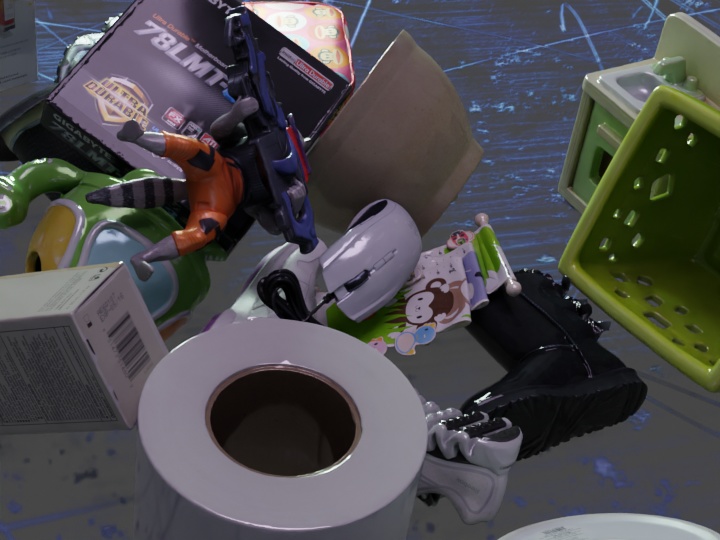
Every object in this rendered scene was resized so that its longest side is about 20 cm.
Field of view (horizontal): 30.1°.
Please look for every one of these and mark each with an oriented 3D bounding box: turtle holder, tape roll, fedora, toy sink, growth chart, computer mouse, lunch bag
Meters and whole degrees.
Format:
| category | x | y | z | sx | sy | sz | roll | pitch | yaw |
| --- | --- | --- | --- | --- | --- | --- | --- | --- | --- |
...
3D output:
| category | x | y | z | sx | sy | sz | roll | pitch | yaw |
| --- | --- | --- | --- | --- | --- | --- | --- | --- | --- |
| turtle holder | -0.213 | -0.010 | 1.092 | 0.140 | 0.186 | 0.132 | 9 | 52 | 37 |
| tape roll | -0.060 | 0.152 | 0.952 | 0.201 | 0.140 | 0.203 | 6 | 38 | -4 |
| fedora | -0.252 | -0.115 | 1.260 | 0.200 | 0.200 | 0.092 | -21 | 83 | -33 |
| toy sink | 0.289 | -0.133 | 1.326 | 0.112 | 0.201 | 0.130 | -16 | 46 | -29 |
| growth chart | 0.043 | 0.023 | 1.176 | 0.199 | 0.018 | 0.145 | -21 | 35 | -4 |
| computer mouse | 0.000 | 0.000 | 1.128 | 0.044 | 0.110 | 0.200 | -18 | 22 | 44 |
| lunch bag | -0.097 | -0.218 | 1.452 | 0.175 | 0.082 | 0.201 | 0 | 38 | -6 |

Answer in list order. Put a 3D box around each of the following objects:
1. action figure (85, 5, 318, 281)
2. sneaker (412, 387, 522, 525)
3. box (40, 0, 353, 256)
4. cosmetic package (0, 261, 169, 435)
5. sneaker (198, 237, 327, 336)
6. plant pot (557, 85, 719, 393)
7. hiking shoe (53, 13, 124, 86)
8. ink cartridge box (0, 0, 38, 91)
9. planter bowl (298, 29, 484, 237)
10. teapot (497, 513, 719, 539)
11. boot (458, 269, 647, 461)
| category | x | y | z | sx | sy | sz | roll | pitch | yaw |
| --- | --- | --- | --- | --- | --- | --- | --- | --- | --- |
| action figure | -0.117 | -0.099 | 1.056 | 0.104 | 0.201 | 0.193 | -7 | 8 | 42 |
| sneaker | 0.035 | 0.136 | 1.042 | 0.075 | 0.082 | 0.199 | -8 | 18 | -42 |
| box | -0.138 | -0.144 | 1.160 | 0.200 | 0.050 | 0.199 | 37 | 62 | -3 |
| cosmetic package | -0.247 | 0.062 | 0.987 | 0.199 | 0.104 | 0.073 | -4 | 30 | 31 |
| sneaker | -0.068 | 0.050 | 1.145 | 0.099 | 0.075 | 0.200 | 32 | 46 | 5 |
| plant pot | 0.331 | -0.026 | 1.196 | 0.181 | 0.201 | 0.199 | 3 | 32 | -49 |
| hiking shoe | -0.254 | -0.213 | 1.410 | 0.086 | 0.075 | 0.200 | 17 | 39 | 10 |
| ink cartridge box | -0.409 | -0.306 | 1.392 | 0.083 | 0.201 | 0.145 | -23 | 49 | -34 |
| planter bowl | 0.031 | -0.106 | 1.268 | 0.135 | 0.200 | 0.200 | 38 | 41 | -5 |
| teapot | 0.163 | 0.255 | 0.877 | 0.199 | 0.147 | 0.197 | -1 | 8 | 20 |
| boot | 0.131 | 0.074 | 1.141 | 0.197 | 0.074 | 0.163 | -11 | 43 | -28 |
